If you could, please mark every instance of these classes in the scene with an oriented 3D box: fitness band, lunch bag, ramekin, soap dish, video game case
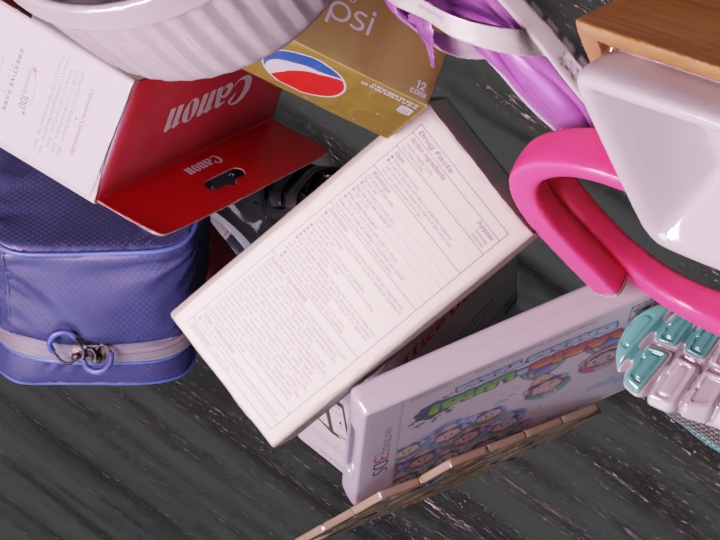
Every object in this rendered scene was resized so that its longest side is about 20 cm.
[{"bbox_3d":[0.164,-0.017,1.568,0.143,0.038,0.200,13,158,44],"label":"fitness band"},{"bbox_3d":[-0.161,-0.016,1.752,0.135,0.201,0.133,1,134,-1],"label":"lunch bag"},{"bbox_3d":[-0.089,-0.191,1.426,0.200,0.201,0.105,25,167,32],"label":"ramekin"},{"bbox_3d":[0.211,-0.056,1.362,0.200,0.081,0.158,23,156,37],"label":"soap dish"},{"bbox_3d":[0.084,0.071,1.731,0.182,0.199,0.024,95,150,-68],"label":"video game case"}]

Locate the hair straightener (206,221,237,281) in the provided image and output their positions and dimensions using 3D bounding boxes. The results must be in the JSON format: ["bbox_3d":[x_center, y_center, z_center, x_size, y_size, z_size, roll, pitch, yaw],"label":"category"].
[{"bbox_3d":[-0.164,-0.058,1.880,0.200,0.041,0.077,48,146,-18],"label":"hair straightener"}]

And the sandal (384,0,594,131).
[{"bbox_3d":[0.059,-0.127,1.516,0.202,0.050,0.082,39,161,-11],"label":"sandal"}]

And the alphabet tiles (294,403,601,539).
[{"bbox_3d":[0.058,0.132,1.834,0.166,0.199,0.006,-33,78,50],"label":"alphabet tiles"}]

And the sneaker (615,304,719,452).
[{"bbox_3d":[0.246,0.090,1.681,0.200,0.078,0.091,35,177,17],"label":"sneaker"}]

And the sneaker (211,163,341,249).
[{"bbox_3d":[-0.064,-0.064,1.877,0.200,0.071,0.099,47,145,-6],"label":"sneaker"}]

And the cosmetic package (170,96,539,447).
[{"bbox_3d":[0.000,0.000,1.653,0.104,0.200,0.073,52,-168,4],"label":"cosmetic package"}]

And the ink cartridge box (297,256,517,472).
[{"bbox_3d":[0.026,0.040,1.813,0.084,0.146,0.200,37,161,19],"label":"ink cartridge box"}]

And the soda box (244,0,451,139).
[{"bbox_3d":[-0.051,-0.149,1.562,0.199,0.064,0.068,26,159,-12],"label":"soda box"}]

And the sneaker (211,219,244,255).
[{"bbox_3d":[-0.071,0.037,2.092,0.146,0.077,0.202,40,160,2],"label":"sneaker"}]

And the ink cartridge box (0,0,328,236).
[{"bbox_3d":[-0.121,-0.117,1.632,0.175,0.200,0.084,31,120,17],"label":"ink cartridge box"}]
